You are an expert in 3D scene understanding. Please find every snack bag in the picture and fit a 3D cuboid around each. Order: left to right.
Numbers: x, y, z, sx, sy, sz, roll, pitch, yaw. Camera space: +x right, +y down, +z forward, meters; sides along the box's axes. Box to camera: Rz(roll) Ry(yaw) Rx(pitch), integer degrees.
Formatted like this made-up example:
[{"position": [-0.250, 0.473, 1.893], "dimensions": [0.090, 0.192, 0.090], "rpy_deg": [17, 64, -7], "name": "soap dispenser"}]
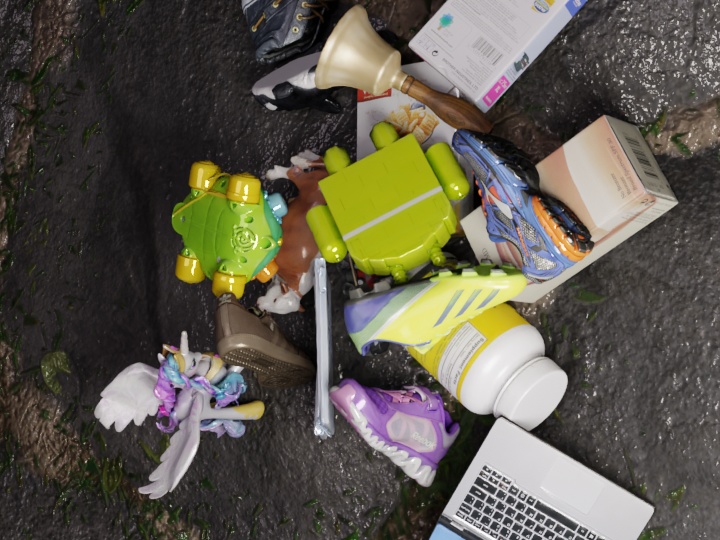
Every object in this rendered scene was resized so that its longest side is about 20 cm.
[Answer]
[{"position": [-0.044, 0.093, 1.716], "dimensions": [0.021, 0.200, 0.191], "rpy_deg": [-1, 82, 0], "name": "snack bag"}]

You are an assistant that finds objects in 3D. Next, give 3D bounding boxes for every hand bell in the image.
[{"position": [0.058, -0.201, 1.683], "dimensions": [0.199, 0.104, 0.105], "rpy_deg": [31, 104, 11], "name": "hand bell"}]

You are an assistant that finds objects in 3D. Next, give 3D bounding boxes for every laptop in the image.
[{"position": [0.167, 0.289, 1.524], "dimensions": [0.186, 0.116, 0.201], "rpy_deg": [30, 105, 3], "name": "laptop"}]

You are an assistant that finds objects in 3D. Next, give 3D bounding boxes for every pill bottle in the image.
[{"position": [0.124, 0.079, 1.629], "dimensions": [0.200, 0.112, 0.113], "rpy_deg": [43, 109, 31], "name": "pill bottle"}]

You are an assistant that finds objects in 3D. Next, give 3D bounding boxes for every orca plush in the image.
[{"position": [-0.036, -0.228, 1.829], "dimensions": [0.199, 0.071, 0.106], "rpy_deg": [-26, 25, 21], "name": "orca plush"}]

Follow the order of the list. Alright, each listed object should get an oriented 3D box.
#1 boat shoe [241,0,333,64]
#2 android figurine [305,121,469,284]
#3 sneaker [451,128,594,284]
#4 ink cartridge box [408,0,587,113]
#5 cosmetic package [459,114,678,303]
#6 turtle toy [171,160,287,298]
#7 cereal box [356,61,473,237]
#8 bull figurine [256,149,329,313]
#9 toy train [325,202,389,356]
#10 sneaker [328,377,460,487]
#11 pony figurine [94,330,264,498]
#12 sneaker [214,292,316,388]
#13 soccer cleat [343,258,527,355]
[{"position": [-0.059, -0.326, 1.840], "dimensions": [0.199, 0.070, 0.092], "rpy_deg": [-26, 71, 39], "name": "boat shoe"}, {"position": [0.031, -0.071, 1.663], "dimensions": [0.181, 0.041, 0.201], "rpy_deg": [-28, 54, 1], "name": "android figurine"}, {"position": [0.148, -0.068, 1.545], "dimensions": [0.079, 0.075, 0.201], "rpy_deg": [-49, 58, 24], "name": "sneaker"}, {"position": [0.161, -0.284, 1.669], "dimensions": [0.200, 0.042, 0.119], "rpy_deg": [-49, 59, 6], "name": "ink cartridge box"}, {"position": [0.216, -0.062, 1.592], "dimensions": [0.200, 0.087, 0.104], "rpy_deg": [-38, 65, 27], "name": "cosmetic package"}, {"position": [-0.156, -0.052, 1.783], "dimensions": [0.199, 0.100, 0.147], "rpy_deg": [21, 104, 47], "name": "turtle toy"}, {"position": [0.061, -0.136, 1.743], "dimensions": [0.143, 0.039, 0.202], "rpy_deg": [-5, 82, 35], "name": "cereal box"}, {"position": [-0.078, -0.047, 1.820], "dimensions": [0.121, 0.065, 0.201], "rpy_deg": [40, 108, 34], "name": "bull figurine"}, {"position": [0.000, 0.000, 1.742], "dimensions": [0.045, 0.034, 0.202], "rpy_deg": [-7, 100, 31], "name": "toy train"}, {"position": [0.043, 0.156, 1.643], "dimensions": [0.088, 0.200, 0.081], "rpy_deg": [-45, 47, 4], "name": "sneaker"}, {"position": [-0.202, 0.153, 1.804], "dimensions": [0.167, 0.199, 0.194], "rpy_deg": [45, 110, 30], "name": "pony figurine"}, {"position": [-0.106, 0.080, 1.751], "dimensions": [0.070, 0.200, 0.076], "rpy_deg": [-16, 68, 15], "name": "sneaker"}, {"position": [0.080, 0.040, 1.574], "dimensions": [0.198, 0.065, 0.085], "rpy_deg": [-12, 95, 16], "name": "soccer cleat"}]
